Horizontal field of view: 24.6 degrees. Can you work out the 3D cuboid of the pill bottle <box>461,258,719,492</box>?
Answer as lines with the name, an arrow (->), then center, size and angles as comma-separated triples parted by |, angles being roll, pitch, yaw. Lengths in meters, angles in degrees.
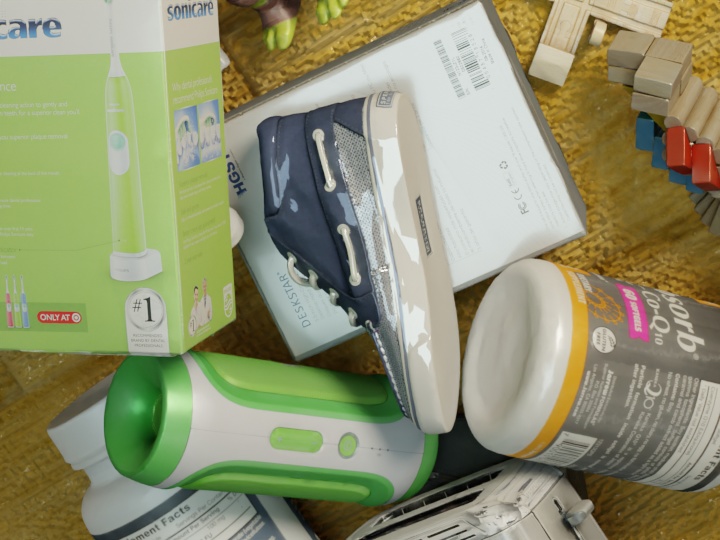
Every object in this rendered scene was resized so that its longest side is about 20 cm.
pill bottle -> 0.170, 0.069, 0.983 | 0.199, 0.116, 0.117 | 13, 108, -20

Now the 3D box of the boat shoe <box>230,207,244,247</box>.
boat shoe -> -0.148, -0.008, 1.023 | 0.065, 0.074, 0.199 | 34, 150, -29

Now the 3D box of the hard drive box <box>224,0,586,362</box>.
hard drive box -> 0.018, -0.059, 1.012 | 0.199, 0.077, 0.157 | -23, 101, 13

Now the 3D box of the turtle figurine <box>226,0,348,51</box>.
turtle figurine -> -0.093, -0.186, 0.953 | 0.161, 0.065, 0.200 | 26, 135, -37

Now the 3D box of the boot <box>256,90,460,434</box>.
boot -> 0.000, 0.000, 0.962 | 0.090, 0.073, 0.202 | -7, 98, 18

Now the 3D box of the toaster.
toaster -> 0.068, 0.200, 0.993 | 0.199, 0.114, 0.130 | -26, 92, 32

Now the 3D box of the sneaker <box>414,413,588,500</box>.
sneaker -> 0.095, 0.179, 1.078 | 0.105, 0.075, 0.202 | -3, 103, 19

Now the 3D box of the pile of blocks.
pile of blocks -> 0.210, -0.053, 0.979 | 0.200, 0.062, 0.082 | 42, 136, -5

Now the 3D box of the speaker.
speaker -> -0.051, 0.096, 0.995 | 0.199, 0.088, 0.089 | 11, 111, -36

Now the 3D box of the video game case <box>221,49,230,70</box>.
video game case -> -0.202, -0.127, 1.053 | 0.200, 0.017, 0.143 | -37, 98, 15

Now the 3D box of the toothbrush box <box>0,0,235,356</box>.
toothbrush box -> -0.153, -0.061, 0.894 | 0.144, 0.086, 0.202 | 0, 102, 17

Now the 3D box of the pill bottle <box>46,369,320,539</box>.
pill bottle -> -0.109, 0.157, 1.065 | 0.119, 0.120, 0.201 | -31, 99, 14

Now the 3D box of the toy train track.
toy train track -> 0.144, -0.206, 0.978 | 0.114, 0.033, 0.201 | 19, 106, 2
